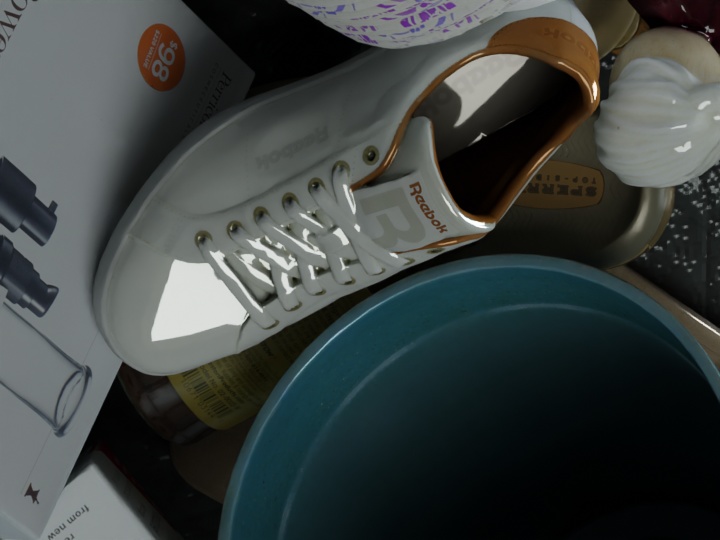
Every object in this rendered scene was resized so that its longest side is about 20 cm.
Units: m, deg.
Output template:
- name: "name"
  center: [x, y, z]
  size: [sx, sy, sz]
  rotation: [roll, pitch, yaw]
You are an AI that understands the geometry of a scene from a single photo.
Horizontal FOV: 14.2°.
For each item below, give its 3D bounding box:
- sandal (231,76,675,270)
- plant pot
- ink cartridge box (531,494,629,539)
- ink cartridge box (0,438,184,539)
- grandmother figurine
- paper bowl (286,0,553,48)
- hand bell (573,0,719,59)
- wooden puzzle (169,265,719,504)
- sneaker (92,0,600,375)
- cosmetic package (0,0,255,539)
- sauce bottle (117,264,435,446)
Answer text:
- name: "sandal"
  center: [0.013, -0.030, 1.044]
  size: [0.199, 0.054, 0.081]
  rotation: [1, 95, 19]
- name: "plant pot"
  center: [0.077, 0.119, 1.066]
  size: [0.200, 0.200, 0.188]
  rotation: [-35, 149, 10]
- name: "ink cartridge box"
  center: [0.138, 0.133, 1.234]
  size: [0.199, 0.050, 0.161]
  rotation: [-14, 126, -1]
- name: "ink cartridge box"
  center: [-0.068, 0.169, 1.102]
  size: [0.083, 0.145, 0.200]
  rotation: [-39, 92, -3]
- name: "grandmother figurine"
  center: [0.121, -0.121, 1.006]
  size: [0.121, 0.201, 0.060]
  rotation: [23, 159, -25]
- name: "paper bowl"
  center: [0.040, -0.165, 0.930]
  size: [0.104, 0.201, 0.201]
  rotation: [28, 113, -34]
- name: "hand bell"
  center: [0.105, -0.089, 1.097]
  size: [0.104, 0.104, 0.200]
  rotation: [-46, 137, 18]
- name: "wooden puzzle"
  center: [0.047, 0.058, 1.212]
  size: [0.200, 0.037, 0.185]
  rotation: [34, 110, -30]
- name: "sneaker"
  center: [-0.007, -0.026, 0.964]
  size: [0.200, 0.085, 0.073]
  rotation: [-37, 114, 8]
- name: "cosmetic package"
  center: [-0.132, -0.031, 0.993]
  size: [0.052, 0.201, 0.151]
  rotation: [0, 147, 41]
- name: "sauce bottle"
  center: [0.000, 0.000, 1.113]
  size: [0.199, 0.065, 0.065]
  rotation: [-27, 130, 16]
